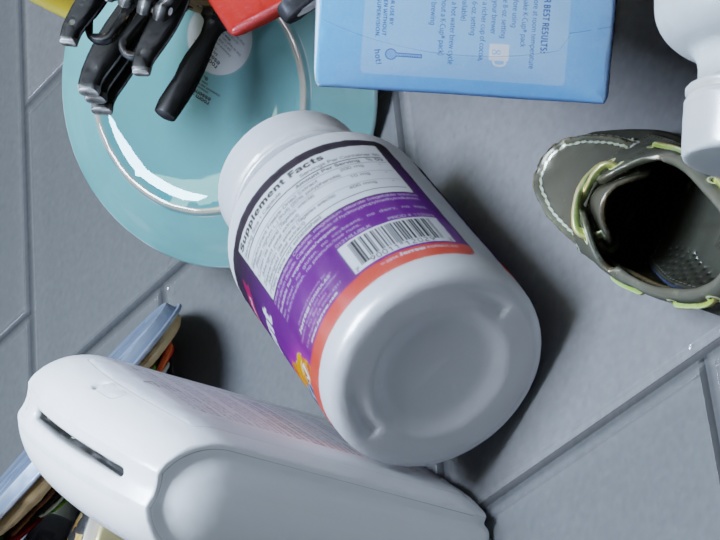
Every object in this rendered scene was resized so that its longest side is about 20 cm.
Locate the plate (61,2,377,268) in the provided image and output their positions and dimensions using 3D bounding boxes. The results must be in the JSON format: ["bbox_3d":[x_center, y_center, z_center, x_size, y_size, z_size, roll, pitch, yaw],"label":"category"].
[{"bbox_3d":[-0.085,-0.099,1.495,0.200,0.026,0.201,4,98,27],"label":"plate"}]

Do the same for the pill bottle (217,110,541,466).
[{"bbox_3d":[0.000,0.000,1.343,0.112,0.111,0.200,-61,34,17],"label":"pill bottle"}]

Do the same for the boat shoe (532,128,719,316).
[{"bbox_3d":[0.132,-0.025,1.203,0.202,0.060,0.072,31,102,57],"label":"boat shoe"}]

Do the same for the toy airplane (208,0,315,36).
[{"bbox_3d":[0.031,-0.202,1.336,0.141,0.199,0.200,-14,-67,-79],"label":"toy airplane"}]

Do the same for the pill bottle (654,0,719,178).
[{"bbox_3d":[0.171,-0.137,1.055,0.111,0.111,0.200,-8,74,55],"label":"pill bottle"}]

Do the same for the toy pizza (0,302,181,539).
[{"bbox_3d":[-0.163,0.099,1.548,0.200,0.032,0.200,-47,5,5],"label":"toy pizza"}]

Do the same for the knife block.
[{"bbox_3d":[-0.082,-0.174,1.450,0.064,0.200,0.176,23,120,18],"label":"knife block"}]

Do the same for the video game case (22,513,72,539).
[{"bbox_3d":[-0.220,0.248,1.556,0.182,0.024,0.200,-73,4,-84],"label":"video game case"}]

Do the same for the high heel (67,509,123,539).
[{"bbox_3d":[-0.160,0.179,1.543,0.142,0.071,0.200,-11,67,59],"label":"high heel"}]

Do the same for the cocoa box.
[{"bbox_3d":[0.050,-0.185,1.192,0.131,0.133,0.200,-85,-1,-73],"label":"cocoa box"}]

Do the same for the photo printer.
[{"bbox_3d":[-0.060,0.101,1.304,0.166,0.200,0.070,26,97,57],"label":"photo printer"}]

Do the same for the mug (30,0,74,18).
[{"bbox_3d":[-0.141,-0.202,1.584,0.187,0.153,0.150,-59,19,25],"label":"mug"}]
